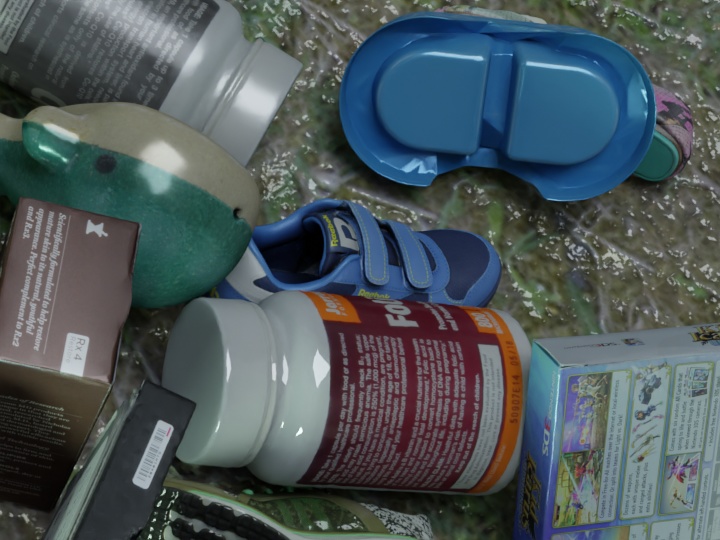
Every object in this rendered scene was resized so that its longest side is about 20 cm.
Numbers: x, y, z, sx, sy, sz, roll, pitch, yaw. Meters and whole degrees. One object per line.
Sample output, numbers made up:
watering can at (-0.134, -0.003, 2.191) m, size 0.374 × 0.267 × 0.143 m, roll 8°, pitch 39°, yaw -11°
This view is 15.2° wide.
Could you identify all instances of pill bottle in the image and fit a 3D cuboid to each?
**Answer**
pill bottle at (-0.143, -0.135, 1.652) m, size 0.200 × 0.114 × 0.114 m, roll 31°, pitch 59°, yaw -2°
pill bottle at (-0.007, 0.071, 1.583) m, size 0.200 × 0.114 × 0.114 m, roll 6°, pitch 63°, yaw -27°

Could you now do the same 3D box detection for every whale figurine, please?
whale figurine at (-0.158, -0.039, 1.575) m, size 0.200 × 0.159 × 0.104 m, roll 13°, pitch 75°, yaw 28°

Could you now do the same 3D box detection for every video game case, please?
video game case at (0.181, 0.130, 1.601) m, size 0.181 × 0.200 × 0.045 m, roll -5°, pitch 24°, yaw -22°

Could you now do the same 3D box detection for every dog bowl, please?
dog bowl at (0.086, -0.109, 1.715) m, size 0.200 × 0.112 × 0.050 m, roll 6°, pitch 21°, yaw -2°

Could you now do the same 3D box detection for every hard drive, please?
hard drive at (-0.152, 0.156, 1.457) m, size 0.038 × 0.200 × 0.140 m, roll 26°, pitch 60°, yaw -6°

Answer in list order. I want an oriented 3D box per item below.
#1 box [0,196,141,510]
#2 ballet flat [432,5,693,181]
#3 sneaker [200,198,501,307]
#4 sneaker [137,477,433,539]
box at (-0.179, 0.051, 1.498) m, size 0.075 × 0.200 × 0.100 m, roll 14°, pitch 62°, yaw -12°
ballet flat at (0.131, -0.127, 1.776) m, size 0.200 × 0.069 × 0.071 m, roll 26°, pitch 42°, yaw -10°
sneaker at (0.000, 0.000, 1.647) m, size 0.200 × 0.082 × 0.074 m, roll -9°, pitch 49°, yaw -24°
sneaker at (-0.041, 0.155, 1.587) m, size 0.200 × 0.077 × 0.089 m, roll 17°, pitch 30°, yaw -9°
